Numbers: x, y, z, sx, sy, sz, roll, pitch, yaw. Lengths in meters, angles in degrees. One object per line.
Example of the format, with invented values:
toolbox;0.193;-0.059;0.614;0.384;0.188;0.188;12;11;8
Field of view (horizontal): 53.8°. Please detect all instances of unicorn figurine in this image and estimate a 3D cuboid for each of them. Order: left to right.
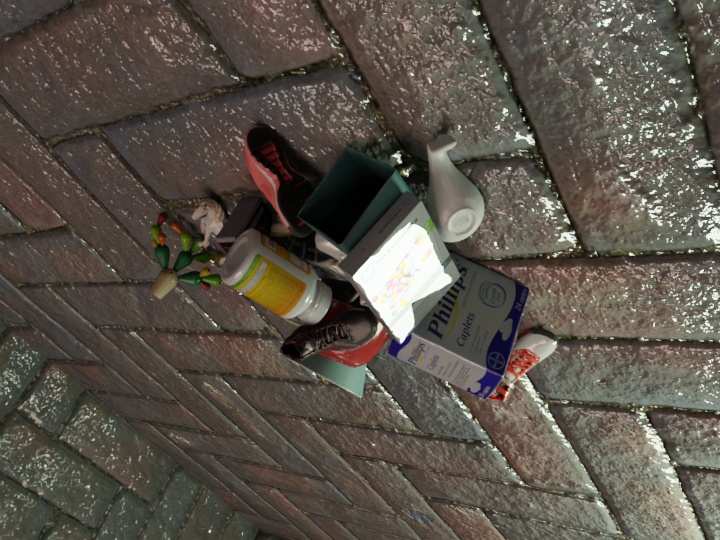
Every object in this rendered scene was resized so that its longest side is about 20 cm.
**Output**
unicorn figurine;-0.294;-0.082;1.484;0.197;0.075;0.137;24;141;-23

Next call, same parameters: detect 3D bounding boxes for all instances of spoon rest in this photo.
spoon rest;0.138;-0.125;1.089;0.097;0.061;0.202;-23;133;-2

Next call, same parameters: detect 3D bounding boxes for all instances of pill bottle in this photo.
pill bottle;-0.151;0.020;1.325;0.198;0.113;0.110;34;149;-28

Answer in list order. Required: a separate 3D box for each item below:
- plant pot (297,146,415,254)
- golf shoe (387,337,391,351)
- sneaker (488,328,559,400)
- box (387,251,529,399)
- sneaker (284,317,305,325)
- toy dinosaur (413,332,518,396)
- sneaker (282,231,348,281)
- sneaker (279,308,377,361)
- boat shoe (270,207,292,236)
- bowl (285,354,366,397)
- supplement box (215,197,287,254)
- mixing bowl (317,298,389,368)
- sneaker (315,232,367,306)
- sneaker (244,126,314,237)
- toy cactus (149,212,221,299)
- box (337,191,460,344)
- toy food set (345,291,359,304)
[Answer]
plant pot;0.030;-0.069;1.154;0.199;0.143;0.141;40;176;-41
golf shoe;0.156;0.170;1.509;0.196;0.080;0.097;13;164;30
sneaker;0.302;0.190;1.371;0.067;0.109;0.201;34;147;-13
box;0.173;0.089;1.252;0.196;0.187;0.106;23;150;5
sneaker;-0.161;0.054;1.559;0.197;0.078;0.084;33;152;-10
toy dinosaur;0.208;0.144;1.319;0.105;0.182;0.199;49;-169;25
sneaker;-0.064;-0.020;1.384;0.196;0.078;0.086;25;153;5
sneaker;-0.067;0.135;1.347;0.196;0.115;0.078;-19;94;24
boat shoe;-0.083;-0.108;1.279;0.196;0.067;0.071;-12;176;31
bowl;-0.063;0.199;1.629;0.197;0.107;0.201;27;172;4
supplement box;-0.193;-0.036;1.426;0.060;0.110;0.201;0;138;37
mixing bowl;-0.035;0.136;1.484;0.196;0.111;0.200;21;172;3
sneaker;0.000;0.000;1.283;0.195;0.118;0.074;15;158;3
sneaker;-0.141;-0.150;1.238;0.204;0.073;0.086;62;156;-4
toy cactus;-0.409;-0.013;1.583;0.200;0.166;0.102;42;166;-15
box;0.067;0.000;1.103;0.041;0.156;0.201;34;166;42
toy food set;0.077;0.082;1.392;0.196;0.062;0.144;23;161;-7
